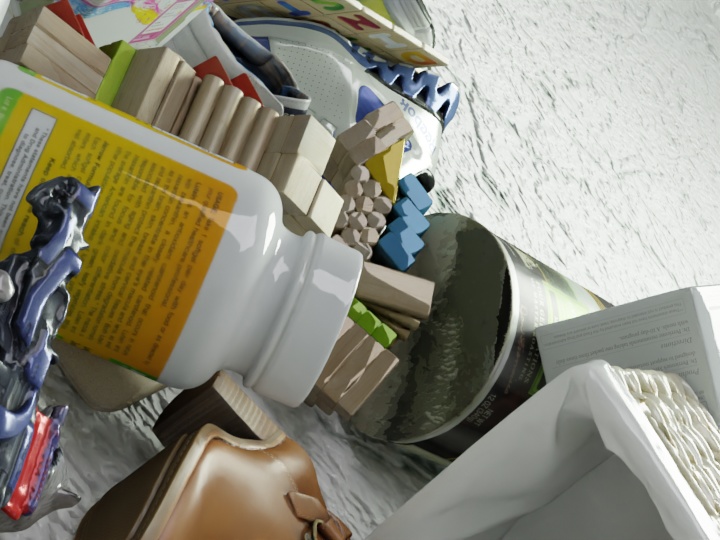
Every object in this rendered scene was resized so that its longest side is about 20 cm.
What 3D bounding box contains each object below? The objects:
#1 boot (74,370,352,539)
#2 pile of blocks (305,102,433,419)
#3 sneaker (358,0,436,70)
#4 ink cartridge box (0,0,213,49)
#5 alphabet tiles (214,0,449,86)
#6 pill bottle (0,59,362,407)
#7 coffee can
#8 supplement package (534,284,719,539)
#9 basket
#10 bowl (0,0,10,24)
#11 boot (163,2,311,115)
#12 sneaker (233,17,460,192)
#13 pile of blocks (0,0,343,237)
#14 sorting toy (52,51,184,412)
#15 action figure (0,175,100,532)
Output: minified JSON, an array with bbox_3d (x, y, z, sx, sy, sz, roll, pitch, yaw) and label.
[{"bbox_3d":[-0.049,0.143,0.880,0.155,0.074,0.200,51,24,-9],"label":"boot"},{"bbox_3d":[0.000,0.000,1.113,0.082,0.062,0.201,19,66,-9],"label":"pile of blocks"},{"bbox_3d":[0.006,-0.165,1.433,0.200,0.090,0.078,81,-13,-68],"label":"sneaker"},{"bbox_3d":[-0.140,-0.177,1.039,0.085,0.200,0.144,56,23,5],"label":"ink cartridge box"},{"bbox_3d":[-0.040,-0.164,1.293,0.200,0.166,0.006,24,72,-47],"label":"alphabet tiles"},{"bbox_3d":[-0.105,-0.011,0.876,0.199,0.111,0.111,24,27,-7],"label":"pill bottle"},{"bbox_3d":[0.096,0.066,1.176,0.200,0.146,0.147,27,31,-43],"label":"coffee can"},{"bbox_3d":[0.193,0.117,1.067,0.113,0.109,0.201,-2,78,-51],"label":"supplement package"},{"bbox_3d":[0.111,0.154,0.980,0.123,0.200,0.136,0,53,-56],"label":"basket"},{"bbox_3d":[-0.262,-0.099,0.729,0.199,0.199,0.075,11,85,-44],"label":"bowl"},{"bbox_3d":[-0.063,-0.071,1.151,0.200,0.095,0.074,49,22,-4],"label":"boot"},{"bbox_3d":[-0.019,-0.095,1.278,0.198,0.080,0.116,15,67,-26],"label":"sneaker"},{"bbox_3d":[-0.098,-0.081,0.939,0.199,0.082,0.062,26,67,-11],"label":"pile of blocks"},{"bbox_3d":[-0.117,-0.033,0.992,0.185,0.036,0.200,53,40,8],"label":"sorting toy"},{"bbox_3d":[-0.188,0.032,0.751,0.193,0.104,0.201,45,47,-26],"label":"action figure"}]
